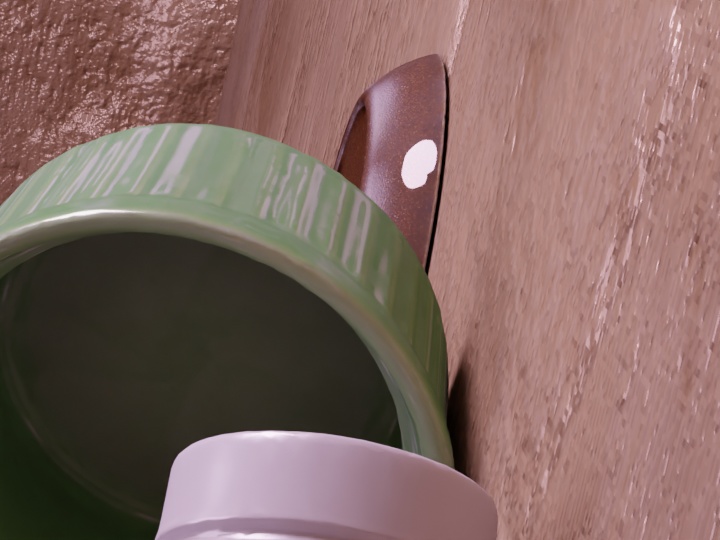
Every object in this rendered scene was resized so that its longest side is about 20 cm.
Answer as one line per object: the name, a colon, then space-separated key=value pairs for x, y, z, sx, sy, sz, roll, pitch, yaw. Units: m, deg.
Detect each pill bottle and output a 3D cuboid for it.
pill bottle: x=-0.020 y=0.150 z=0.639 sx=0.120 sy=0.119 sz=0.201 roll=117 pitch=164 yaw=-66

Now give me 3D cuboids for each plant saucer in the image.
plant saucer: x=0.000 y=0.000 z=1.113 sx=0.200 sy=0.032 sz=0.201 roll=-168 pitch=90 yaw=-83

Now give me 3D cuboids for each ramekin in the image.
ramekin: x=-0.062 y=0.048 z=0.872 sx=0.098 sy=0.199 sz=0.201 roll=-74 pitch=-1 yaw=-61
